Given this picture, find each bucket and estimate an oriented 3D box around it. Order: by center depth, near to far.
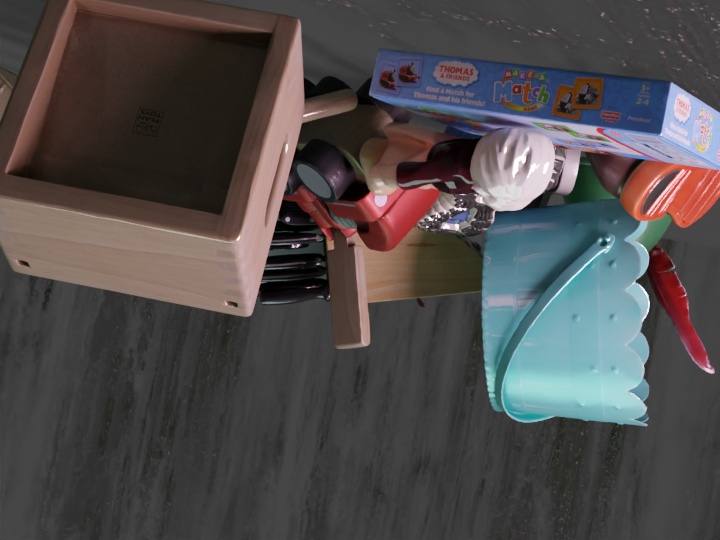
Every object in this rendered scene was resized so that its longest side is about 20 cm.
[{"bbox_3d":[0.182,0.036,1.198,0.133,0.209,0.207,-1,179,14],"label":"bucket"}]

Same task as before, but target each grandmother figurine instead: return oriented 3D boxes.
[{"bbox_3d":[0.064,-0.073,0.924,0.120,0.061,0.200,-19,-169,-22],"label":"grandmother figurine"}]

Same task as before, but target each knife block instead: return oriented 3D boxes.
[{"bbox_3d":[0.000,0.000,1.257,0.200,0.176,0.064,39,-170,-15],"label":"knife block"}]

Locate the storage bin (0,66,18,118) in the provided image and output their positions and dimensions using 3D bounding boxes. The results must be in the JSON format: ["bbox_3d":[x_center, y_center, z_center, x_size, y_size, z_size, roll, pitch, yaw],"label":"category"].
[{"bbox_3d":[-0.377,-0.143,1.624,0.199,0.094,0.200,45,-174,16],"label":"storage bin"}]

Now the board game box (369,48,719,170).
[{"bbox_3d":[0.128,-0.104,0.894,0.198,0.037,0.151,11,-179,30],"label":"board game box"}]

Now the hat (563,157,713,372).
[{"bbox_3d":[0.249,-0.012,1.365,0.164,0.178,0.200,10,-178,-12],"label":"hat"}]

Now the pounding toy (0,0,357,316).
[{"bbox_3d":[-0.109,-0.082,0.865,0.182,0.202,0.143,11,153,5],"label":"pounding toy"}]

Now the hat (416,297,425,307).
[{"bbox_3d":[0.095,-0.052,1.523,0.199,0.178,0.165,8,-176,-44],"label":"hat"}]

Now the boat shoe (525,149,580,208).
[{"bbox_3d":[0.150,-0.090,1.239,0.060,0.075,0.200,10,179,-2],"label":"boat shoe"}]

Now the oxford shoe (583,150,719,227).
[{"bbox_3d":[0.239,-0.083,1.079,0.073,0.071,0.199,43,-160,25],"label":"oxford shoe"}]

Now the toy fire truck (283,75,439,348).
[{"bbox_3d":[-0.008,-0.041,1.126,0.175,0.129,0.200,12,145,54],"label":"toy fire truck"}]

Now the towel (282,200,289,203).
[{"bbox_3d":[-0.080,-0.111,1.374,0.146,0.030,0.199,-18,-152,-37],"label":"towel"}]

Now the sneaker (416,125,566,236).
[{"bbox_3d":[0.098,-0.096,1.104,0.078,0.090,0.200,6,163,-22],"label":"sneaker"}]

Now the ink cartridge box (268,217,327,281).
[{"bbox_3d":[-0.066,-0.050,1.389,0.144,0.084,0.200,9,-163,11],"label":"ink cartridge box"}]
